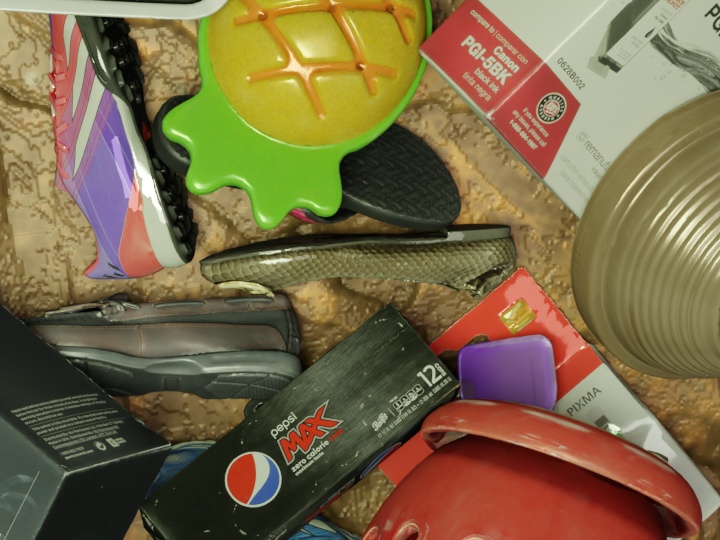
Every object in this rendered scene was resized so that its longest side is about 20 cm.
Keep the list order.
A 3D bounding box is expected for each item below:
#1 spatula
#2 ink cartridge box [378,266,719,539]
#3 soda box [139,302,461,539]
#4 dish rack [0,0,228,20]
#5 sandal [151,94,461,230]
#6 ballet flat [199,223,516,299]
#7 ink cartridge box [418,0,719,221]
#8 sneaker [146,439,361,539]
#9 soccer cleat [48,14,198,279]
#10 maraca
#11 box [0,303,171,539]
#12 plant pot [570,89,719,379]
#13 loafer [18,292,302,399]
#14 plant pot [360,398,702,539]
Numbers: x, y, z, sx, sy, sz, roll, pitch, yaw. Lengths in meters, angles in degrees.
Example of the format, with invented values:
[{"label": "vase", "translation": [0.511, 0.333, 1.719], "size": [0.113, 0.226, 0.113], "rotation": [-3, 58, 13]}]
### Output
[{"label": "spatula", "translation": [0.025, 0.080, 1.457], "size": [0.199, 0.021, 0.057], "rotation": [-7, 86, 5]}, {"label": "ink cartridge box", "translation": [0.111, 0.124, 1.475], "size": [0.161, 0.050, 0.200], "rotation": [-40, 106, 2]}, {"label": "soda box", "translation": [-0.037, 0.111, 1.396], "size": [0.200, 0.063, 0.071], "rotation": [-38, 78, -13]}, {"label": "dish rack", "translation": [-0.155, -0.240, 1.337], "size": [0.171, 0.044, 0.201], "rotation": [2, 80, -9]}, {"label": "sandal", "translation": [-0.035, -0.062, 1.408], "size": [0.200, 0.075, 0.045], "rotation": [11, 140, -17]}, {"label": "ballet flat", "translation": [0.000, 0.000, 1.426], "size": [0.200, 0.067, 0.046], "rotation": [-5, 98, -13]}, {"label": "ink cartridge box", "translation": [0.157, -0.146, 1.371], "size": [0.200, 0.083, 0.147], "rotation": [-45, 139, 4]}, {"label": "sneaker", "translation": [-0.051, 0.175, 1.442], "size": [0.200, 0.089, 0.079], "rotation": [30, 96, -11]}, {"label": "soccer cleat", "translation": [-0.162, -0.089, 1.386], "size": [0.073, 0.068, 0.200], "rotation": [-16, 103, 12]}, {"label": "maraca", "translation": [-0.035, -0.122, 1.358], "size": [0.137, 0.107, 0.200], "rotation": [26, 74, -1]}, {"label": "box", "translation": [-0.242, 0.134, 1.340], "size": [0.182, 0.104, 0.200], "rotation": [37, 112, 23]}, {"label": "plant pot", "translation": [0.237, -0.005, 1.400], "size": [0.200, 0.093, 0.201], "rotation": [-14, 126, -20]}, {"label": "loafer", "translation": [-0.135, 0.042, 1.424], "size": [0.199, 0.072, 0.063], "rotation": [4, 67, -10]}, {"label": "plant pot", "translation": [0.092, 0.183, 1.362], "size": [0.200, 0.200, 0.183], "rotation": [23, 76, -11]}]
